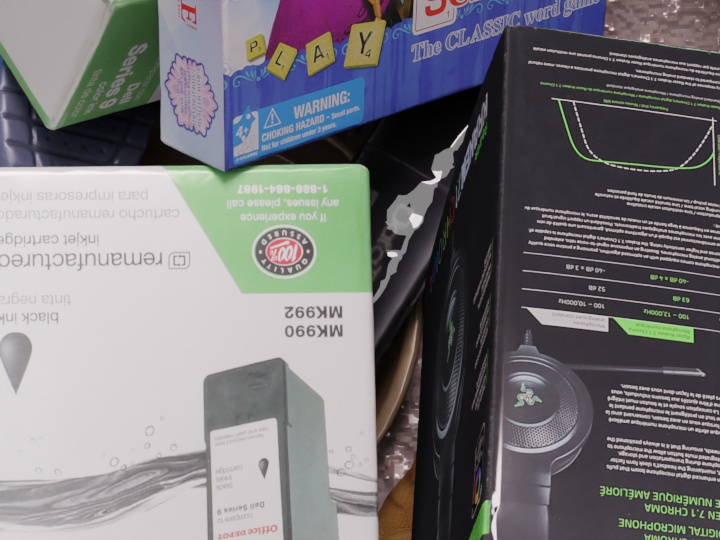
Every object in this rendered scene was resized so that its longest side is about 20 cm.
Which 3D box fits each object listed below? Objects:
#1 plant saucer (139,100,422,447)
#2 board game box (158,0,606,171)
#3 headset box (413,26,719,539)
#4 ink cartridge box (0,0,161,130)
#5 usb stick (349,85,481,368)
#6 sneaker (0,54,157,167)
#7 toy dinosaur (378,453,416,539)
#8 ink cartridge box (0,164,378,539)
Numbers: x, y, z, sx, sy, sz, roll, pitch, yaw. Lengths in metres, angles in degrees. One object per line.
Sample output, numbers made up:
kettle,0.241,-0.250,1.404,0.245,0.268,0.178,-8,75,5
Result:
plant saucer,-0.072,0.021,0.827,0.200,0.029,0.200,-2,75,6
board game box,0.015,-0.157,0.703,0.200,0.200,0.041,-23,35,-37
headset box,0.072,0.055,0.640,0.093,0.174,0.200,7,60,-4
ink cartridge box,-0.066,-0.156,0.788,0.200,0.088,0.145,-22,69,-36
usb stick,0.000,0.000,0.788,0.055,0.033,0.200,30,84,13
sneaker,-0.138,-0.095,0.826,0.082,0.074,0.200,-37,47,37
toy dinosaur,0.016,0.126,0.786,0.106,0.060,0.200,33,94,25
ink cartridge box,-0.068,0.065,0.714,0.146,0.084,0.200,-2,86,-10
